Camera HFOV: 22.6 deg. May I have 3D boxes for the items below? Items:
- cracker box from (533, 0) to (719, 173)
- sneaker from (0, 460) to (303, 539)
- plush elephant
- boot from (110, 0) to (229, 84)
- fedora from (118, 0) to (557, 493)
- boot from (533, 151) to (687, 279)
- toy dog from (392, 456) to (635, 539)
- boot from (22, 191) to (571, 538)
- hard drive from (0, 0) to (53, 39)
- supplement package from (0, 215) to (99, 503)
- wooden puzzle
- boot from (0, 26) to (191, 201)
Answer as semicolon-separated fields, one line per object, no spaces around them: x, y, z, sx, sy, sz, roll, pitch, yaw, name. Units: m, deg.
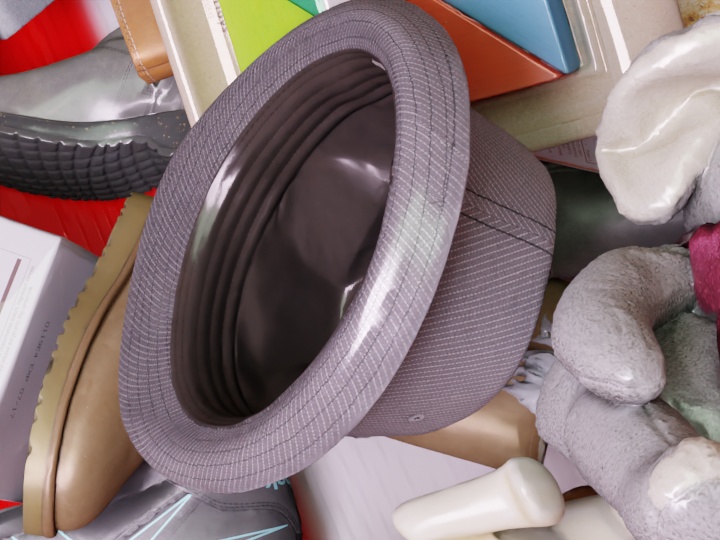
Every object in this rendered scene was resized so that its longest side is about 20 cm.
0.126;-0.105;0.732;0.199;0.058;0.135;15;60;26;cracker box
-0.117;0.130;0.771;0.199;0.075;0.080;-27;77;6;sneaker
0.138;0.014;0.601;0.156;0.164;0.200;-58;31;4;plush elephant
-0.047;-0.174;0.792;0.154;0.077;0.201;-25;55;8;boot
0.000;0.000;0.643;0.200;0.090;0.178;-31;47;49;fedora
0.170;-0.024;0.728;0.198;0.073;0.183;-6;48;4;boot
0.058;0.156;0.661;0.199;0.195;0.140;-25;48;-18;toy dog
-0.020;0.049;0.727;0.198;0.066;0.176;14;53;4;boot
-0.166;-0.223;0.787;0.139;0.033;0.201;-43;115;-17;hard drive
-0.218;0.016;0.796;0.198;0.110;0.115;19;84;15;supplement package
0.007;-0.124;0.678;0.198;0.037;0.187;-14;98;23;wooden puzzle
-0.102;-0.102;0.830;0.198;0.068;0.132;5;68;13;boot
